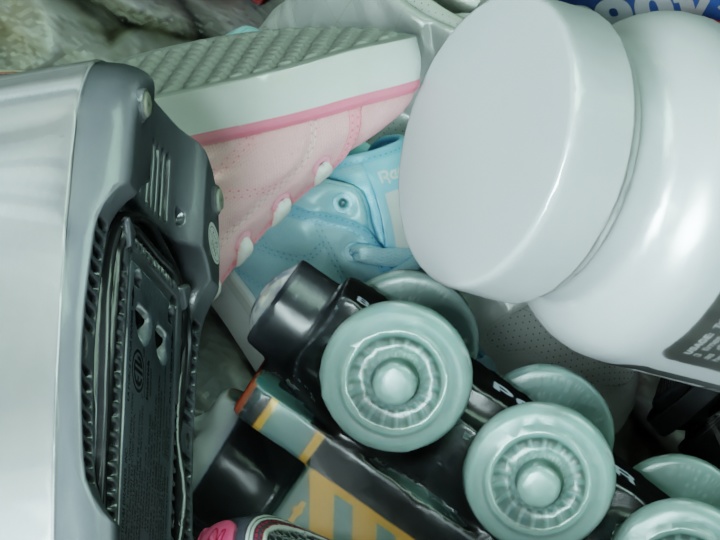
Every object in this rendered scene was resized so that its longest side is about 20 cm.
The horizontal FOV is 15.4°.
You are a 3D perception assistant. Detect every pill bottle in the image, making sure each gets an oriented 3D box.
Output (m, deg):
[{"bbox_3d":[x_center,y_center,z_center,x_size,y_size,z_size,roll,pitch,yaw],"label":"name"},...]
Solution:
[{"bbox_3d":[0.121,-0.019,0.865,0.200,0.116,0.116,15,43,-30],"label":"pill bottle"}]

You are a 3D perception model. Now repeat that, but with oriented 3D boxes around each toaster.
[{"bbox_3d":[-0.109,0.044,0.694,0.114,0.129,0.200,53,36,-71],"label":"toaster"}]

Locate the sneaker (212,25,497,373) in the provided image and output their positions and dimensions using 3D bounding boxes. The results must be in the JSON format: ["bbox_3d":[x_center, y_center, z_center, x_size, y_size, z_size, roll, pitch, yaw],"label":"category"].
[{"bbox_3d":[0.000,0.000,0.911,0.200,0.082,0.074,46,38,9],"label":"sneaker"}]

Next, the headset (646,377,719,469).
[{"bbox_3d":[0.153,0.066,0.948,0.200,0.094,0.124,-15,73,-28],"label":"headset"}]

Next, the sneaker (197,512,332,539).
[{"bbox_3d":[0.043,0.116,0.706,0.200,0.075,0.081,30,37,-19],"label":"sneaker"}]

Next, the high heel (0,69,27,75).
[{"bbox_3d":[-0.143,-0.024,0.844,0.200,0.067,0.096,25,62,-36],"label":"high heel"}]

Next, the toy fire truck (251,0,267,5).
[{"bbox_3d":[0.039,-0.139,1.119,0.141,0.049,0.200,39,35,2],"label":"toy fire truck"}]

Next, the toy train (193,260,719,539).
[{"bbox_3d":[0.037,0.084,0.827,0.200,0.114,0.085,34,10,-3],"label":"toy train"}]

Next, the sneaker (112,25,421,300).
[{"bbox_3d":[-0.065,-0.009,0.832,0.200,0.105,0.075,-20,19,-27],"label":"sneaker"}]

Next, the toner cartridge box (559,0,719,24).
[{"bbox_3d":[0.158,-0.122,0.905,0.095,0.200,0.043,-81,156,-48],"label":"toner cartridge box"}]

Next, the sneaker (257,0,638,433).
[{"bbox_3d":[0.045,-0.034,0.959,0.200,0.116,0.074,43,34,2],"label":"sneaker"}]
